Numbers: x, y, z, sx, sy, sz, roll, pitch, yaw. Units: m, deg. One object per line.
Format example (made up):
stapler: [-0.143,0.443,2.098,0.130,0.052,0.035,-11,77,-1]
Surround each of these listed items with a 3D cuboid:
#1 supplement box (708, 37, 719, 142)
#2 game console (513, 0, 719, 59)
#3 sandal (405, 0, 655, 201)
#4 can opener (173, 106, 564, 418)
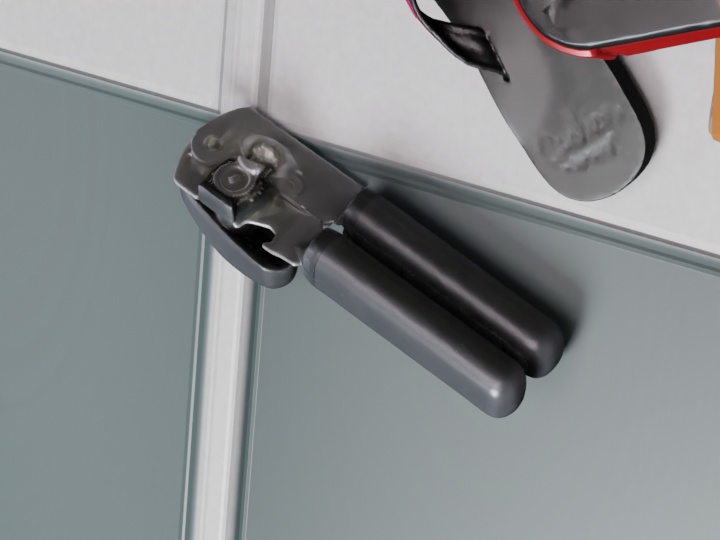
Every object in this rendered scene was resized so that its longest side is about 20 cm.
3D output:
supplement box: [0.219,-0.060,1.005,0.200,0.069,0.067,23,119,44]
game console: [0.118,-0.183,1.007,0.176,0.031,0.201,-9,97,31]
sandal: [0.053,-0.117,1.177,0.075,0.045,0.201,-36,84,36]
can opener: [0.000,0.000,1.258,0.200,0.053,0.067,37,154,18]
